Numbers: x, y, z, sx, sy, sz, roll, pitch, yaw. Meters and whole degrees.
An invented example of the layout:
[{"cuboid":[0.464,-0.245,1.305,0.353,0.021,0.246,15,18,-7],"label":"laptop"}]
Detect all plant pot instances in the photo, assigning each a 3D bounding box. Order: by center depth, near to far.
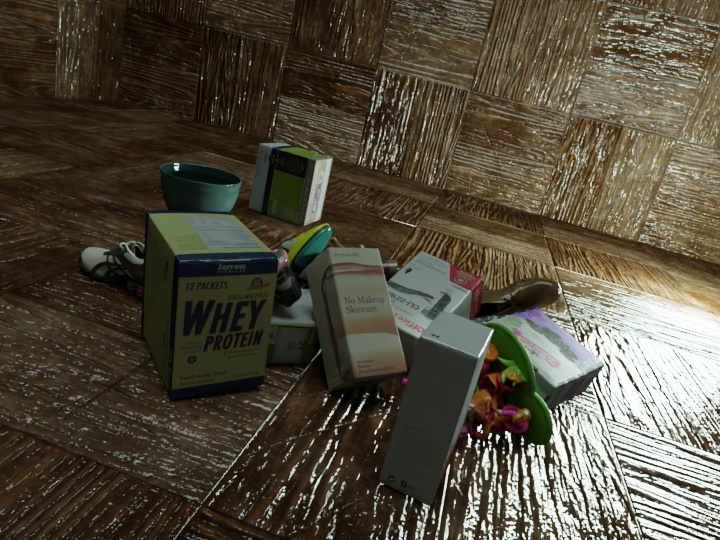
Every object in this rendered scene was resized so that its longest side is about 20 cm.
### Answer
[{"cuboid":[-0.409,-0.181,1.400,0.197,0.136,0.201,11,19,-4],"label":"plant pot"}]

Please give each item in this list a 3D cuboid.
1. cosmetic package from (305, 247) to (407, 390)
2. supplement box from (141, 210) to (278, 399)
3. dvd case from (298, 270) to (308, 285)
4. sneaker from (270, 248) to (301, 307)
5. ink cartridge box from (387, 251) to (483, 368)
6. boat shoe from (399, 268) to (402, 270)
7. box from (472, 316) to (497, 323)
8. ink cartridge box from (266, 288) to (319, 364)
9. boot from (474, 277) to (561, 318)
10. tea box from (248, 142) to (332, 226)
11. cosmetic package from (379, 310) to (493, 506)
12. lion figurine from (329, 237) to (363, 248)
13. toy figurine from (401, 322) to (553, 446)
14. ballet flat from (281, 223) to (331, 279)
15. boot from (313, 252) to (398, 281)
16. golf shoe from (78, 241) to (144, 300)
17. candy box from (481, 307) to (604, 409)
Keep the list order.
[{"cuboid":[-0.009,0.073,0.856,0.102,0.087,0.203,-2,69,-33],"label":"cosmetic package"},{"cuboid":[-0.226,0.038,0.799,0.133,0.203,0.199,-3,24,-32],"label":"supplement box"},{"cuboid":[-0.166,0.001,1.161,0.147,0.016,0.200,15,4,3],"label":"dvd case"},{"cuboid":[-0.154,0.014,0.907,0.079,0.096,0.199,-43,24,-15],"label":"sneaker"},{"cuboid":[0.112,0.070,1.010,0.143,0.085,0.200,26,49,30],"label":"ink cartridge box"},{"cuboid":[0.151,0.046,1.257,0.062,0.072,0.200,7,15,-26],"label":"boat shoe"},{"cuboid":[0.225,0.126,1.118,0.198,0.040,0.136,-5,26,-43],"label":"box"},{"cuboid":[-0.100,0.091,0.940,0.198,0.077,0.148,7,19,-29],"label":"ink cartridge box"},{"cuboid":[0.301,0.065,1.105,0.197,0.075,0.075,-12,11,17],"label":"boot"},{"cuboid":[-0.211,-0.264,1.673,0.194,0.203,0.134,20,19,14],"label":"tea box"},{"cuboid":[0.092,0.163,0.669,0.070,0.203,0.101,19,20,19],"label":"cosmetic package"},{"cuboid":[-0.012,-0.016,1.313,0.198,0.073,0.123,7,27,-32],"label":"lion figurine"},{"cuboid":[0.152,0.190,0.812,0.182,0.151,0.201,-11,53,-24],"label":"toy figurine"},{"cuboid":[-0.132,-0.013,1.032,0.067,0.201,0.067,32,-1,22],"label":"ballet flat"},{"cuboid":[0.000,0.000,1.054,0.144,0.071,0.200,-2,1,10],"label":"boot"},{"cuboid":[-0.427,-0.019,1.005,0.198,0.089,0.077,19,21,19],"label":"golf shoe"},{"cuboid":[0.315,0.156,0.993,0.198,0.072,0.168,-6,41,-45],"label":"candy box"}]
